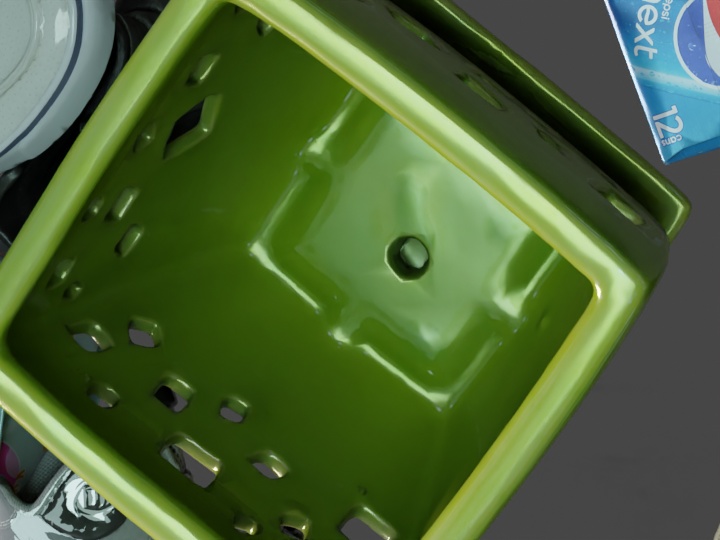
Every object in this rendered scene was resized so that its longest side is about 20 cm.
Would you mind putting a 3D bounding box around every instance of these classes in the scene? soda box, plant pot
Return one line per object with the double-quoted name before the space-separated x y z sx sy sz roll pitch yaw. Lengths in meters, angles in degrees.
"soda box" 0.145 -0.095 1.030 0.064 0.200 0.068 -19 96 22
"plant pot" 0.000 0.000 1.112 0.199 0.181 0.200 39 111 7

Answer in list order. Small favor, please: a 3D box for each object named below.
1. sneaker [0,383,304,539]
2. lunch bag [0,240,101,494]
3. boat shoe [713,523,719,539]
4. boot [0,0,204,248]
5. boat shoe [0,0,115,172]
"sneaker" -0.055 0.099 1.175 0.199 0.075 0.116 -5 97 -20
"lunch bag" -0.203 0.074 1.234 0.169 0.122 0.201 11 100 16
"boat shoe" 0.142 0.181 1.164 0.073 0.069 0.201 14 106 16
"boot" -0.072 -0.100 1.141 0.067 0.131 0.201 26 109 11
"boat shoe" -0.176 -0.065 1.097 0.199 0.070 0.071 -21 75 38
